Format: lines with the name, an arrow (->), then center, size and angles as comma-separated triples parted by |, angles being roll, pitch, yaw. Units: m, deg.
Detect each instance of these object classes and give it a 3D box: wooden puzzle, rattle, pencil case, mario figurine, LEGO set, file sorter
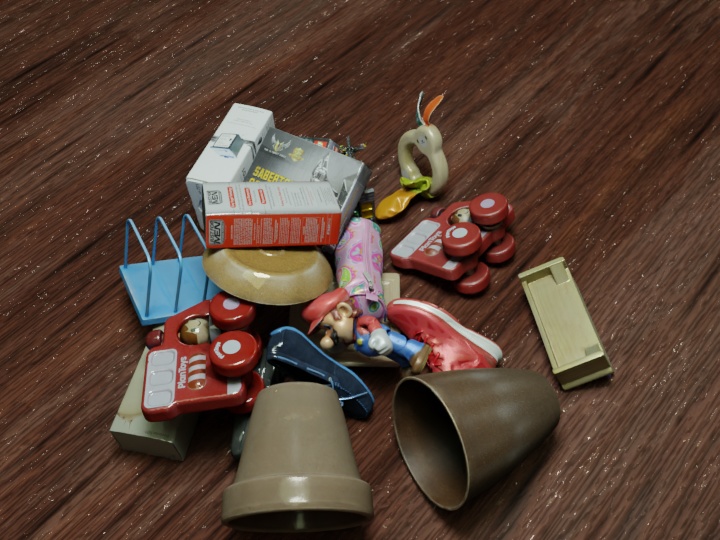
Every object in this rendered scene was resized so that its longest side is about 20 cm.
wooden puzzle -> -0.026, 0.082, 1.241 | 0.185, 0.037, 0.200 | 0, 49, 1
rattle -> 0.081, -0.209, 1.341 | 0.143, 0.200, 0.130 | -15, 53, -14
pencil case -> 0.000, 0.000, 1.229 | 0.087, 0.088, 0.200 | -3, 43, 0
mario figurine -> -0.003, 0.110, 1.112 | 0.200, 0.124, 0.106 | 28, 32, 4
LEGO set -> -0.051, -0.155, 1.361 | 0.153, 0.116, 0.200 | -8, 54, -4
file sorter -> -0.272, -0.014, 1.217 | 0.200, 0.123, 0.139 | -8, 43, -31

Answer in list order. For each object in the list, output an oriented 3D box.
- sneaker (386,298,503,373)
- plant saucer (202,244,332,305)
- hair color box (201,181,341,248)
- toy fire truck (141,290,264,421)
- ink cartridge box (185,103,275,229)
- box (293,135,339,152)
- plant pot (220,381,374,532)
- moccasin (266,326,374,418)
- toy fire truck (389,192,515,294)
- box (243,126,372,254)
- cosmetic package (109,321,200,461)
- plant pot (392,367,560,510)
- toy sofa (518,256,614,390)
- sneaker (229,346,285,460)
sneaker -> 0.115, 0.128, 1.163 | 0.200, 0.078, 0.116 | 25, 59, 10
plant saucer -> -0.137, -0.021, 1.132 | 0.200, 0.035, 0.200 | 10, 32, -6
hair color box -> -0.137, -0.087, 1.133 | 0.200, 0.061, 0.102 | -1, 35, -14
toy fire truck -> -0.229, 0.120, 1.079 | 0.168, 0.112, 0.200 | -7, 45, -5
ink cartridge box -> -0.227, -0.182, 1.370 | 0.086, 0.147, 0.200 | 13, 55, 12
box -> -0.126, -0.140, 1.328 | 0.137, 0.040, 0.200 | 10, 82, 28
plant pot -> -0.084, 0.250, 1.003 | 0.200, 0.200, 0.175 | -3, 62, 0
moccasin -> -0.067, 0.168, 1.109 | 0.200, 0.080, 0.068 | 38, 44, -17
toy fire truck -> 0.167, -0.062, 1.301 | 0.168, 0.112, 0.200 | 20, 54, 39
box -> -0.101, -0.137, 1.264 | 0.200, 0.048, 0.159 | 25, 89, 24
cosmetic package -> -0.295, 0.181, 1.155 | 0.103, 0.073, 0.200 | 8, 54, 8
plant pot -> 0.178, 0.213, 1.063 | 0.200, 0.187, 0.187 | -15, 53, -26
toy sofa -> 0.330, 0.088, 1.202 | 0.083, 0.098, 0.200 | -24, 53, 15
sneaker -> -0.174, 0.200, 1.144 | 0.091, 0.076, 0.200 | 1, 44, 11
